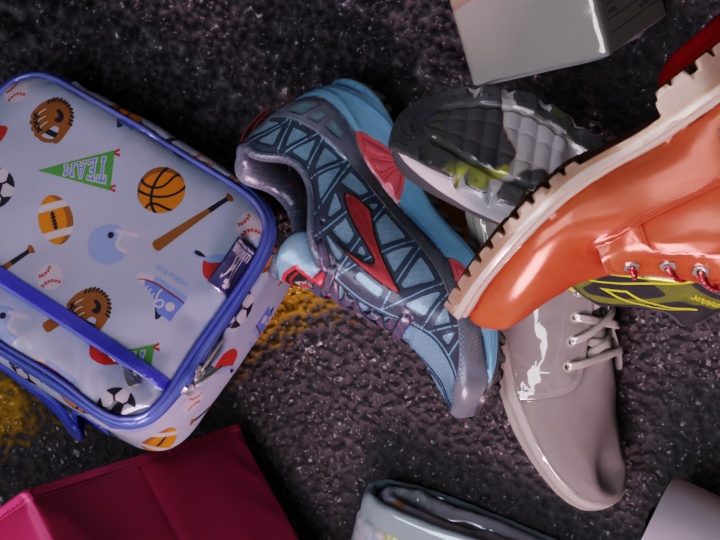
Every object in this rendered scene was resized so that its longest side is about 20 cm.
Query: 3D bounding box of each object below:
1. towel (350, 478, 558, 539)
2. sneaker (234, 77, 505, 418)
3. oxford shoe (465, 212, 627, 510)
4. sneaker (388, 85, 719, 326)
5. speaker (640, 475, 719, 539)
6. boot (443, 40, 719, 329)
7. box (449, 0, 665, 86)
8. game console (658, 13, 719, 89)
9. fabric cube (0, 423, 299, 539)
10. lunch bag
[{"bbox_3d":[0.075,0.222,1.619,0.200,0.048,0.172,21,114,16],"label":"towel"},{"bbox_3d":[0.000,0.000,1.518,0.200,0.095,0.079,59,156,23],"label":"sneaker"},{"bbox_3d":[0.105,0.028,1.524,0.058,0.075,0.201,-9,99,39],"label":"oxford shoe"},{"bbox_3d":[0.104,-0.022,1.454,0.199,0.075,0.085,21,142,0],"label":"sneaker"},{"bbox_3d":[0.232,0.180,1.511,0.200,0.081,0.081,24,115,10],"label":"speaker"},{"bbox_3d":[0.134,-0.017,1.351,0.200,0.075,0.107,-37,92,16],"label":"boot"},{"bbox_3d":[0.078,-0.201,1.449,0.078,0.095,0.201,-10,102,27],"label":"box"},{"bbox_3d":[0.272,-0.071,1.386,0.172,0.119,0.200,-41,81,30],"label":"game console"},{"bbox_3d":[-0.136,0.229,1.602,0.196,0.200,0.200,-37,77,33],"label":"fabric cube"},{"bbox_3d":[-0.142,-0.001,1.580,0.200,0.076,0.160,32,80,19],"label":"lunch bag"}]
